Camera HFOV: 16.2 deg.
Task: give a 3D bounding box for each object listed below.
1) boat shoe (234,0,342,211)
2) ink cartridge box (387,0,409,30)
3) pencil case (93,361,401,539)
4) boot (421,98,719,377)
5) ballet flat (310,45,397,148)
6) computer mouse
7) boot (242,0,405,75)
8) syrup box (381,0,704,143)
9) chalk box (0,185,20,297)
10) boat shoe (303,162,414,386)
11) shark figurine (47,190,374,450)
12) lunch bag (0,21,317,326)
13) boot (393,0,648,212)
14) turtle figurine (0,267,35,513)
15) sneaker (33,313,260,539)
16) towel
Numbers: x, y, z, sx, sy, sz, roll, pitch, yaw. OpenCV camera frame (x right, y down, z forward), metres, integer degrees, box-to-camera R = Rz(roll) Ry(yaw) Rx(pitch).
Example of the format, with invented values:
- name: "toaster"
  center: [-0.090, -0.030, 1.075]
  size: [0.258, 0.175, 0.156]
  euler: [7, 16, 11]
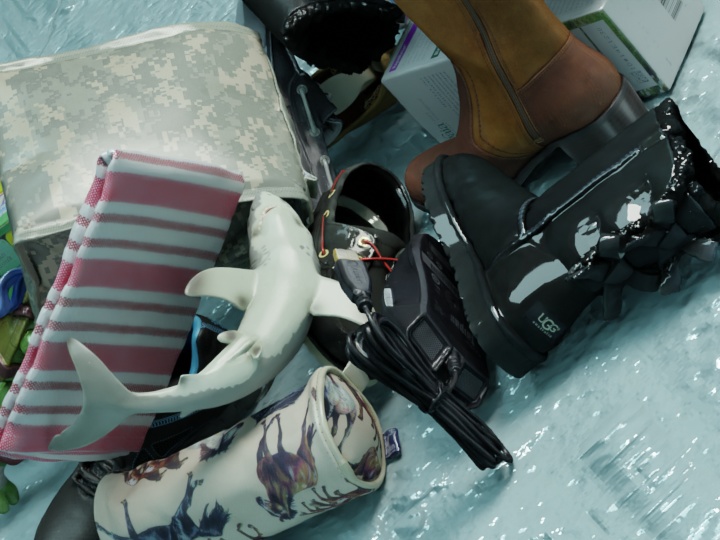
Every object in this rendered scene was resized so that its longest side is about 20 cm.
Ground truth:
- name: "boat shoe"
  center: [-0.047, -0.103, 1.760]
  size: [0.072, 0.068, 0.200]
  euler: [107, 155, -61]
- name: "ink cartridge box"
  center: [0.061, -0.235, 1.804]
  size: [0.200, 0.086, 0.148]
  euler: [-11, 19, 45]
- name: "pencil case"
  center: [-0.075, 0.128, 1.538]
  size: [0.200, 0.078, 0.089]
  euler: [-27, 20, 28]
- name: "boot"
  center: [0.127, -0.041, 1.492]
  size: [0.162, 0.073, 0.198]
  euler: [-39, 34, 16]
- name: "ballet flat"
  center: [-0.053, -0.102, 1.827]
  size: [0.200, 0.069, 0.063]
  euler: [-39, -2, 9]
- name: "computer mouse"
  center: [0.022, 0.030, 1.476]
  size: [0.046, 0.140, 0.200]
  euler: [-37, 28, 18]
- name: "boot"
  center: [-0.076, -0.202, 1.703]
  size: [0.163, 0.198, 0.073]
  euler: [50, 121, 35]
- name: "syrup box"
  center: [0.117, -0.148, 1.662]
  size: [0.200, 0.079, 0.082]
  euler: [-14, 40, 45]
- name: "chalk box"
  center: [-0.213, -0.036, 1.897]
  size: [0.125, 0.124, 0.200]
  euler: [-36, 28, 16]
- name: "boat shoe"
  center: [-0.002, -0.001, 1.616]
  size: [0.063, 0.074, 0.202]
  euler: [-52, 18, 27]
- name: "shark figurine"
  center: [-0.078, 0.056, 1.521]
  size: [0.128, 0.090, 0.214]
  euler: [33, 54, 19]
- name: "lunch bag"
  center: [-0.136, -0.069, 1.669]
  size: [0.200, 0.118, 0.164]
  euler: [-14, 52, -5]
- name: "boot"
  center: [0.055, -0.130, 1.587]
  size: [0.188, 0.200, 0.069]
  euler: [-14, 40, 44]
- name: "turtle figurine"
  center: [-0.194, 0.083, 1.763]
  size: [0.194, 0.200, 0.144]
  euler: [-53, 50, 35]
- name: "sneaker"
  center: [-0.152, 0.112, 1.641]
  size: [0.073, 0.082, 0.200]
  euler: [29, 75, 35]
- name: "towel"
  center: [-0.149, 0.022, 1.525]
  size: [0.030, 0.146, 0.200]
  euler: [26, 98, 26]
